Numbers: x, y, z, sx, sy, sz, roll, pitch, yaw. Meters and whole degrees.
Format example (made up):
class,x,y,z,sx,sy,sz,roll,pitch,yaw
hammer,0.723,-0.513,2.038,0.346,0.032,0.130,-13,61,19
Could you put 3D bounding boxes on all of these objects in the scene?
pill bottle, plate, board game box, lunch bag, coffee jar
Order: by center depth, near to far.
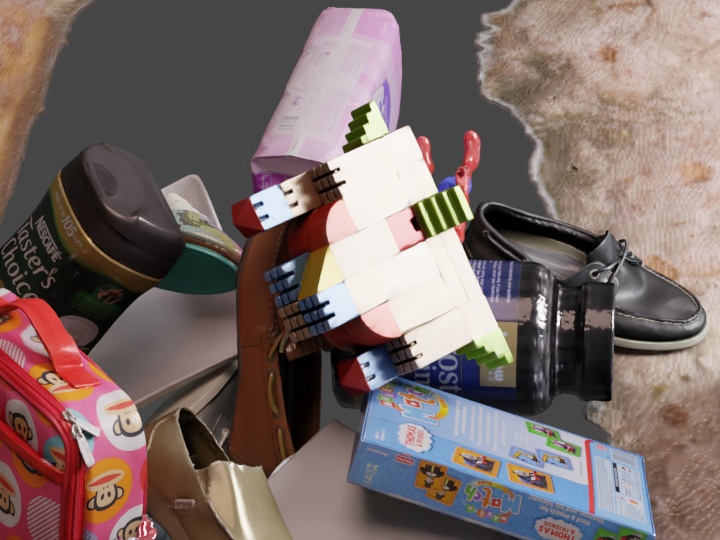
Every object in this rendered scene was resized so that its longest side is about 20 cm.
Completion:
class,x,y,z,sx,sy,sz,roll,pitch,yaw
lunch bag,-0.216,0.103,1.536,0.082,0.177,0.200,-16,36,-37
board game box,0.094,0.132,1.570,0.199,0.037,0.151,19,16,-1
coffee jar,-0.212,0.009,1.654,0.200,0.085,0.104,-47,45,18
pill bottle,0.083,0.048,1.691,0.199,0.112,0.112,2,44,7
plate,-0.177,0.039,1.747,0.199,0.032,0.200,-27,43,-1

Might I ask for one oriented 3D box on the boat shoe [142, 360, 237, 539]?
class,x,y,z,sx,sy,sz,roll,pitch,yaw
boat shoe,-0.123,0.133,1.668,0.073,0.062,0.200,-29,17,36

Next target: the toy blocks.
class,x,y,z,sx,sy,sz,roll,pitch,yaw
toy blocks,0.000,0.000,1.571,0.136,0.201,0.100,-26,3,-34

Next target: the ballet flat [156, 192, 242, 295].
class,x,y,z,sx,sy,sz,roll,pitch,yaw
ballet flat,-0.163,-0.020,1.728,0.199,0.069,0.071,-4,43,27

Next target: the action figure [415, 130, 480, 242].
class,x,y,z,sx,sy,sz,roll,pitch,yaw
action figure,0.054,-0.054,1.805,0.065,0.052,0.200,-1,28,10

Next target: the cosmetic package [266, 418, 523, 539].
class,x,y,z,sx,sy,sz,roll,pitch,yaw
cosmetic package,0.023,0.197,1.562,0.200,0.081,0.113,28,52,31

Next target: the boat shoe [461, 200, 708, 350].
class,x,y,z,sx,sy,sz,roll,pitch,yaw
boat shoe,0.169,-0.003,1.764,0.199,0.066,0.075,24,43,20

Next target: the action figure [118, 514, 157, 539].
class,x,y,z,sx,sy,sz,roll,pitch,yaw
action figure,-0.110,0.242,1.436,0.148,0.134,0.201,-2,63,-18

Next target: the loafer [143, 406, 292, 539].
class,x,y,z,sx,sy,sz,roll,pitch,yaw
loafer,-0.084,0.158,1.511,0.200,0.076,0.068,39,102,28

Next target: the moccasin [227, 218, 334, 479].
class,x,y,z,sx,sy,sz,roll,pitch,yaw
moccasin,-0.047,0.047,1.628,0.077,0.202,0.074,10,4,33

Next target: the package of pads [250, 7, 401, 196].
class,x,y,z,sx,sy,sz,roll,pitch,yaw
package of pads,-0.024,-0.105,1.854,0.075,0.121,0.200,9,44,13
